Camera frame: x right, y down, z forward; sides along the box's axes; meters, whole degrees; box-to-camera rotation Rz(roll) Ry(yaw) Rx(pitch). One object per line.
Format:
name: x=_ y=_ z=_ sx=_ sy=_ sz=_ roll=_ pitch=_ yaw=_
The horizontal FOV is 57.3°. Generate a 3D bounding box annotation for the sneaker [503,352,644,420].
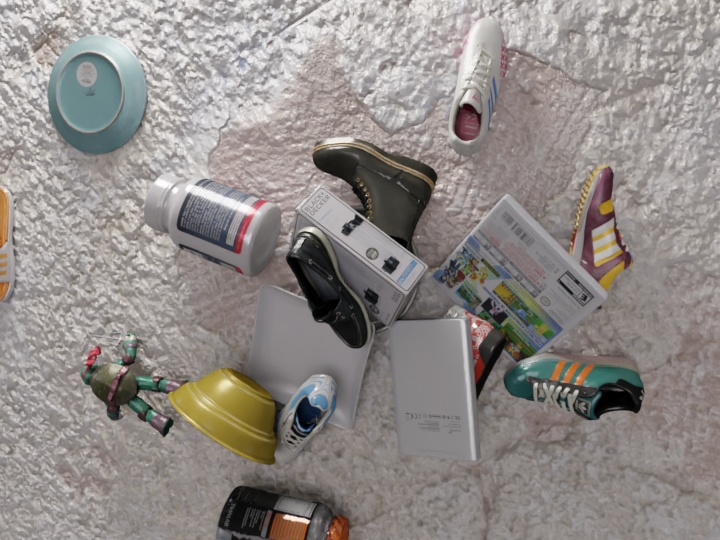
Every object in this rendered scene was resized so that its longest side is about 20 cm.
sneaker: x=0.307 y=0.171 z=0.953 sx=0.195 sy=0.081 sz=0.073 roll=-5 pitch=126 yaw=13

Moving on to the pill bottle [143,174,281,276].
pill bottle: x=-0.237 y=-0.080 z=1.052 sx=0.196 sy=0.119 sz=0.122 roll=21 pitch=98 yaw=10

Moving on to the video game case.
video game case: x=0.226 y=0.022 z=0.967 sx=0.200 sy=0.022 sz=0.183 roll=45 pitch=125 yaw=7

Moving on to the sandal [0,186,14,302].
sandal: x=-0.671 y=-0.047 z=1.184 sx=0.077 sy=0.059 sz=0.212 roll=4 pitch=95 yaw=13

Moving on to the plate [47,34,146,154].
plate: x=-0.462 y=-0.305 z=1.137 sx=0.195 sy=0.026 sz=0.206 roll=1 pitch=95 yaw=14

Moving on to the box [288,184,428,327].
box: x=-0.008 y=-0.019 z=0.962 sx=0.198 sy=0.117 sz=0.060 roll=37 pitch=61 yaw=9

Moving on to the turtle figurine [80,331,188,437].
turtle figurine: x=-0.402 y=0.197 z=1.124 sx=0.196 sy=0.101 sz=0.153 roll=23 pitch=98 yaw=5

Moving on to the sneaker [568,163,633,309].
sneaker: x=0.350 y=-0.046 z=0.945 sx=0.088 sy=0.075 sz=0.205 roll=12 pitch=105 yaw=14

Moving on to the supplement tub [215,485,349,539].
supplement tub: x=-0.123 y=0.426 z=1.057 sx=0.195 sy=0.122 sz=0.126 roll=9 pitch=96 yaw=13

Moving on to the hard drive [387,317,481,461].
hard drive: x=0.108 y=0.174 z=0.978 sx=0.129 sy=0.026 sz=0.205 roll=-4 pitch=92 yaw=32

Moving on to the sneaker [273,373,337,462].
sneaker: x=-0.098 y=0.244 z=1.044 sx=0.071 sy=0.073 sz=0.202 roll=31 pitch=125 yaw=0

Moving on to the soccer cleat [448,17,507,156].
soccer cleat: x=0.173 y=-0.270 z=0.962 sx=0.068 sy=0.086 sz=0.205 roll=10 pitch=96 yaw=12

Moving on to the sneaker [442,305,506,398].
sneaker: x=0.135 y=0.155 z=1.014 sx=0.107 sy=0.067 sz=0.205 roll=35 pitch=114 yaw=27

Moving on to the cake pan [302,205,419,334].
cake pan: x=0.000 y=0.000 z=1.044 sx=0.195 sy=0.037 sz=0.206 roll=1 pitch=94 yaw=13

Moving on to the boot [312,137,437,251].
boot: x=0.004 y=-0.113 z=0.986 sx=0.196 sy=0.078 sz=0.141 roll=14 pitch=65 yaw=12

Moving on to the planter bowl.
planter bowl: x=-0.195 y=0.211 z=1.034 sx=0.198 sy=0.201 sz=0.084 roll=33 pitch=84 yaw=9

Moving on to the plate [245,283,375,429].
plate: x=-0.082 y=0.134 z=1.053 sx=0.196 sy=0.032 sz=0.204 roll=19 pitch=115 yaw=13

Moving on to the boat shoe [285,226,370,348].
boat shoe: x=-0.048 y=0.041 z=0.935 sx=0.073 sy=0.066 sz=0.203 roll=-2 pitch=122 yaw=34
